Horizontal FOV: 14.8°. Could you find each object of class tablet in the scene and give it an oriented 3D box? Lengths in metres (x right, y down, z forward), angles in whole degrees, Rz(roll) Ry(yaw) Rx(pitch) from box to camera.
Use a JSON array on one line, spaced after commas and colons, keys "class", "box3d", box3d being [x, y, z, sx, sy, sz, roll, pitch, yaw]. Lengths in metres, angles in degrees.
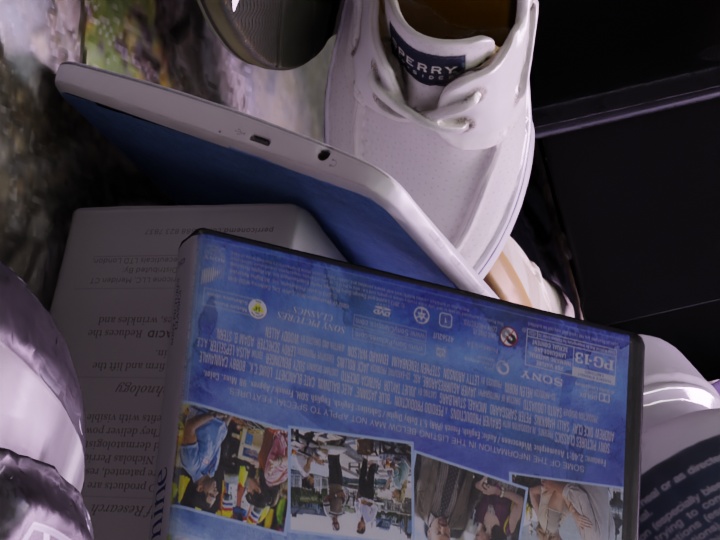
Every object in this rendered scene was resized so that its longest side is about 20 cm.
[{"class": "tablet", "box3d": [0.000, 0.000, 0.855, 0.014, 0.130, 0.200, -61, 145, -12]}]

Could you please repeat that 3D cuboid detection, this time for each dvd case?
[{"class": "dvd case", "box3d": [0.009, 0.098, 0.744, 0.142, 0.018, 0.201, 14, 67, -22]}]

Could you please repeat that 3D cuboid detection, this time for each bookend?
[{"class": "bookend", "box3d": [0.111, -0.025, 1.044, 0.199, 0.092, 0.201, -88, 163, -60]}]

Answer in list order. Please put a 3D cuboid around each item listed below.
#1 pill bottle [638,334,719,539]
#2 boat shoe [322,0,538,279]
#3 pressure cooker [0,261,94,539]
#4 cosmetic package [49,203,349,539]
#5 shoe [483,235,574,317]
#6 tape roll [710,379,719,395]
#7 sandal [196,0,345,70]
[{"class": "pill bottle", "box3d": [0.125, 0.117, 0.925, 0.200, 0.119, 0.120, 53, 1, 40]}, {"class": "boat shoe", "box3d": [0.024, -0.073, 0.864, 0.070, 0.071, 0.201, -59, 162, -65]}, {"class": "pressure cooker", "box3d": [-0.151, 0.087, 0.503, 0.176, 0.178, 0.201, 28, 59, -25]}, {"class": "cosmetic package", "box3d": [-0.048, 0.092, 0.802, 0.113, 0.081, 0.201, 46, 48, -56]}, {"class": "shoe", "box3d": [0.045, 0.035, 1.008, 0.200, 0.070, 0.054, 71, 31, -46]}, {"class": "tape roll", "box3d": [0.183, 0.131, 1.041, 0.066, 0.199, 0.201, 56, 36, -80]}, {"class": "sandal", "box3d": [-0.030, -0.108, 0.884, 0.201, 0.057, 0.080, -21, 127, -80]}]
